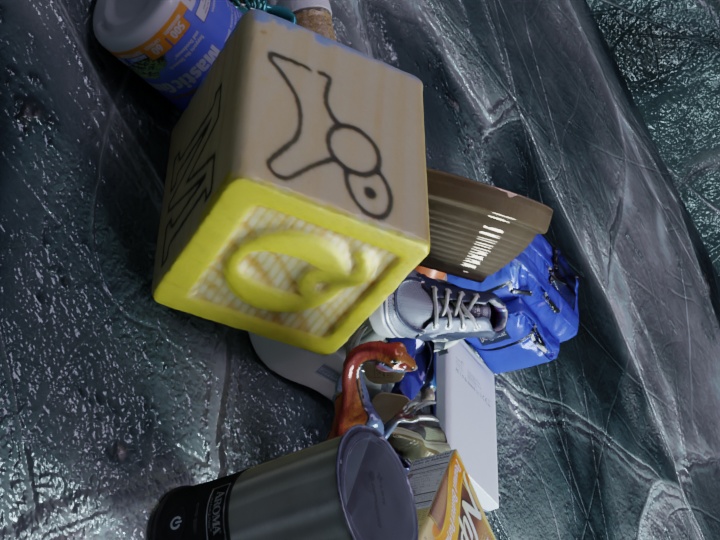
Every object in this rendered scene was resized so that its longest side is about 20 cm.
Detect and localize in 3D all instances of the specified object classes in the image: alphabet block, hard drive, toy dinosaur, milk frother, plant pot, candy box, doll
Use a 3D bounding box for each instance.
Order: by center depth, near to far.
[{"bbox_3d":[-0.035,0.245,0.974,0.199,0.186,0.183,27,48,-54],"label":"milk frother"},{"bbox_3d":[0.006,0.148,1.084,0.183,0.104,0.202,76,34,-52],"label":"toy dinosaur"},{"bbox_3d":[-0.063,-0.075,1.088,0.193,0.197,0.202,18,49,-21],"label":"alphabet block"},{"bbox_3d":[0.069,0.274,1.138,0.117,0.055,0.200,66,24,-15],"label":"candy box"},{"bbox_3d":[0.090,-0.044,1.225,0.200,0.199,0.094,14,91,-59],"label":"plant pot"},{"bbox_3d":[0.054,0.083,1.289,0.200,0.048,0.139,-46,126,-67],"label":"doll"},{"bbox_3d":[0.133,0.184,1.525,0.132,0.025,0.202,47,33,-38],"label":"hard drive"}]

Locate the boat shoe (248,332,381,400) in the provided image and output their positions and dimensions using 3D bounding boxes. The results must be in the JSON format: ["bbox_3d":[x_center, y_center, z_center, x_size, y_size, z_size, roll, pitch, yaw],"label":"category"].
[{"bbox_3d":[-0.049,0.070,1.222,0.199,0.072,0.069,32,22,-42],"label":"boat shoe"}]

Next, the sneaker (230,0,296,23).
[{"bbox_3d":[-0.141,-0.277,1.283,0.199,0.079,0.079,-2,72,-62],"label":"sneaker"}]

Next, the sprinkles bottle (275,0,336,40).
[{"bbox_3d":[-0.050,-0.233,1.439,0.068,0.068,0.203,11,61,-59],"label":"sprinkles bottle"}]

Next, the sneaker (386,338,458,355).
[{"bbox_3d":[0.077,0.036,1.468,0.130,0.079,0.200,56,29,-26],"label":"sneaker"}]

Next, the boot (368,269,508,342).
[{"bbox_3d":[0.079,0.033,1.177,0.200,0.089,0.074,11,81,-67],"label":"boot"}]

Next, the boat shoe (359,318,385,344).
[{"bbox_3d":[0.001,-0.001,1.254,0.071,0.070,0.202,42,31,-26],"label":"boat shoe"}]

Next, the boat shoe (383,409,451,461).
[{"bbox_3d":[0.042,0.176,1.313,0.200,0.071,0.067,30,40,-60],"label":"boat shoe"}]

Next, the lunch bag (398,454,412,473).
[{"bbox_3d":[0.029,0.279,1.203,0.160,0.075,0.202,45,35,-43],"label":"lunch bag"}]

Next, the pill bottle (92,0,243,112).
[{"bbox_3d":[-0.154,-0.211,1.170,0.200,0.111,0.113,38,39,-45],"label":"pill bottle"}]

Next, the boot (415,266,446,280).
[{"bbox_3d":[0.045,-0.069,1.394,0.201,0.074,0.108,52,-32,38],"label":"boot"}]

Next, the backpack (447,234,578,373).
[{"bbox_3d":[0.190,0.024,1.600,0.200,0.161,0.169,50,32,-35],"label":"backpack"}]
